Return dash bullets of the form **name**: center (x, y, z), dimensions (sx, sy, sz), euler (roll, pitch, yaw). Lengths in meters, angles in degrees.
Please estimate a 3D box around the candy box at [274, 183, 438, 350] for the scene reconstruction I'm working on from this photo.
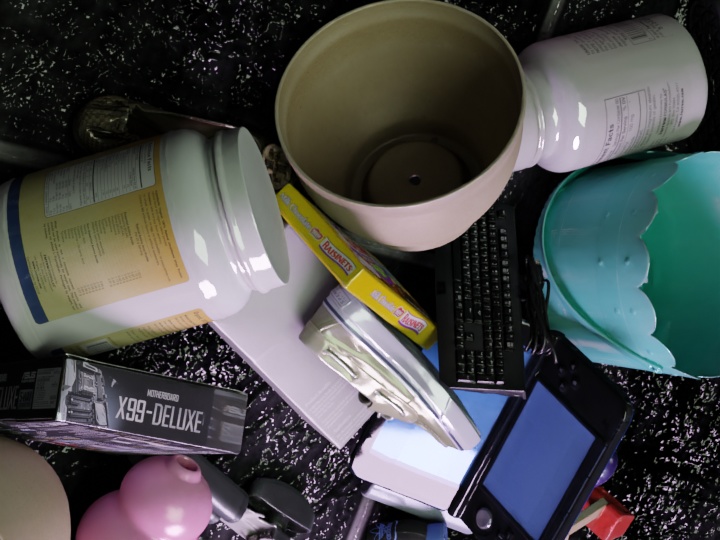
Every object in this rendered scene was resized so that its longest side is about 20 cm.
- **candy box**: center (0.000, 0.000, 1.472), dimensions (0.026, 0.102, 0.200), euler (-45, 154, 3)

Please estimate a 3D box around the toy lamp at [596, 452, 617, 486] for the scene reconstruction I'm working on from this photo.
- **toy lamp**: center (0.180, 0.127, 1.709), dimensions (0.058, 0.058, 0.200), euler (-45, 126, -6)

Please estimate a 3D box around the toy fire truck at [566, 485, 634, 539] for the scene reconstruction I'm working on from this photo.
- **toy fire truck**: center (0.174, 0.283, 1.737), dimensions (0.199, 0.049, 0.142), euler (-5, 131, -58)

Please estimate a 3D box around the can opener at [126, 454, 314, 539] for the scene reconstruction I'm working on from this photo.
- **can opener**: center (-0.121, 0.190, 1.572), dimensions (0.200, 0.052, 0.067), euler (40, 53, -37)

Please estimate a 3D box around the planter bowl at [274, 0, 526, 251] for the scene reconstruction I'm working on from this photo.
- **planter bowl**: center (0.040, -0.100, 1.465), dimensions (0.200, 0.200, 0.135), euler (-36, 150, -12)

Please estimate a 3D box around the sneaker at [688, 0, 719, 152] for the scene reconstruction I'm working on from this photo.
- **sneaker**: center (0.356, -0.175, 1.674), dimensions (0.082, 0.072, 0.202), euler (-17, 118, -25)

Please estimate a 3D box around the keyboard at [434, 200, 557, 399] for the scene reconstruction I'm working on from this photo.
- **keyboard**: center (0.116, 0.013, 1.536), dimensions (0.103, 0.202, 0.040), euler (6, 145, -9)

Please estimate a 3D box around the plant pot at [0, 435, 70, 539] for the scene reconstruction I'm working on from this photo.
- **plant pot**: center (-0.301, 0.202, 1.398), dimensions (0.134, 0.199, 0.202), euler (-37, 133, -55)

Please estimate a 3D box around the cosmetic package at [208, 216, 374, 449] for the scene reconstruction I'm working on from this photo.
- **cosmetic package**: center (-0.055, 0.045, 1.521), dimensions (0.107, 0.090, 0.200), euler (-45, 122, -7)

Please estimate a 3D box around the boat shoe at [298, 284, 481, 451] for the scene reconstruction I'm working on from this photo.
- **boat shoe**: center (0.025, 0.090, 1.504), dimensions (0.062, 0.072, 0.200), euler (-41, 118, 6)

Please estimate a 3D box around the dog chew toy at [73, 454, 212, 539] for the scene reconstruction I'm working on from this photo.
- **dog chew toy**: center (-0.188, 0.238, 1.487), dimensions (0.124, 0.125, 0.201), euler (18, 111, -34)

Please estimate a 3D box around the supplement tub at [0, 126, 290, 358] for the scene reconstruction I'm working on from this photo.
- **supplement tub**: center (-0.164, -0.022, 1.353), dimensions (0.198, 0.145, 0.145), euler (-15, 121, 7)

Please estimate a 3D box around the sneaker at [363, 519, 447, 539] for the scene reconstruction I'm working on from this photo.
- **sneaker**: center (0.042, 0.309, 1.704), dimensions (0.077, 0.070, 0.201), euler (3, 127, 6)

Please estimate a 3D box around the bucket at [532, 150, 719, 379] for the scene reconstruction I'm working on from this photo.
- **bucket**: center (0.256, -0.006, 1.610), dimensions (0.206, 0.134, 0.210), euler (2, 88, -47)

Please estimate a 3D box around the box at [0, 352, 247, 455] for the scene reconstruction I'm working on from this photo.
- **box**: center (-0.204, 0.107, 1.389), dimensions (0.157, 0.199, 0.050), euler (14, 77, -33)

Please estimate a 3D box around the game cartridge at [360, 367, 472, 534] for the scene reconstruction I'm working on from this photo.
- **game cartridge**: center (0.101, 0.143, 1.642), dimensions (0.132, 0.041, 0.201), euler (20, 110, -20)

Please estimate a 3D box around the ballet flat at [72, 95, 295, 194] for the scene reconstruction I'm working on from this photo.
- **ballet flat**: center (-0.131, -0.097, 1.428), dimensions (0.199, 0.046, 0.068), euler (16, 66, -32)

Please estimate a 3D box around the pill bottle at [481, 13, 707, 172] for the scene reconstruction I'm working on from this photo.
- **pill bottle**: center (0.189, -0.147, 1.562), dimensions (0.198, 0.114, 0.115), euler (-16, 117, -23)

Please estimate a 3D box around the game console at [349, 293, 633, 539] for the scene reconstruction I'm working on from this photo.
- **game console**: center (0.110, 0.147, 1.567), dimensions (0.118, 0.171, 0.201), euler (8, 117, -41)
